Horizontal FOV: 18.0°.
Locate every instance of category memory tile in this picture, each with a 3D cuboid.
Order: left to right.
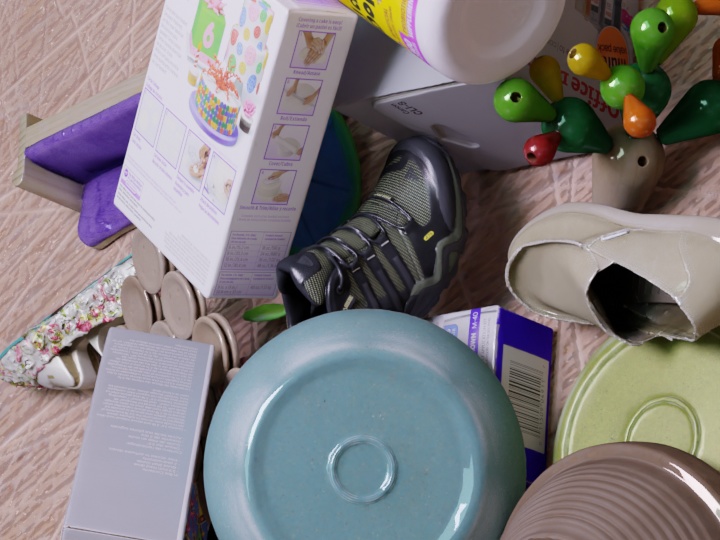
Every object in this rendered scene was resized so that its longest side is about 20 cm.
[{"bbox_3d":[-0.121,0.075,1.605,0.200,0.017,0.153,54,143,36],"label":"memory tile"}]

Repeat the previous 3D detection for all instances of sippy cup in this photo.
[{"bbox_3d":[-0.091,-0.061,1.629,0.130,0.140,0.178,-12,63,44],"label":"sippy cup"}]

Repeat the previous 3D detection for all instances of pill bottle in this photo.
[{"bbox_3d":[0.028,-0.197,1.382,0.200,0.104,0.104,40,102,44],"label":"pill bottle"}]

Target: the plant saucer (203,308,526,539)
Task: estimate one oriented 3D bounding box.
[{"bbox_3d":[0.002,0.122,1.389,0.200,0.036,0.200,0,85,2],"label":"plant saucer"}]

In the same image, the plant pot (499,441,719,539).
[{"bbox_3d":[0.137,0.200,1.304,0.201,0.093,0.201,-2,87,43],"label":"plant pot"}]

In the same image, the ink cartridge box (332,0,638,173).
[{"bbox_3d":[0.087,-0.183,1.498,0.144,0.145,0.200,-7,70,42],"label":"ink cartridge box"}]

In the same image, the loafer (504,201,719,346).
[{"bbox_3d":[0.153,0.005,1.375,0.200,0.076,0.068,-4,35,52],"label":"loafer"}]

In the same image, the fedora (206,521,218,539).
[{"bbox_3d":[-0.049,0.215,1.467,0.200,0.092,0.201,8,103,38],"label":"fedora"}]

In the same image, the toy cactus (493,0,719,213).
[{"bbox_3d":[0.177,-0.089,1.391,0.102,0.200,0.165,57,154,35],"label":"toy cactus"}]

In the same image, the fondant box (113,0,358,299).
[{"bbox_3d":[-0.084,-0.101,1.469,0.144,0.058,0.200,42,124,47],"label":"fondant box"}]

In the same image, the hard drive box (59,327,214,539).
[{"bbox_3d":[-0.153,0.162,1.502,0.200,0.077,0.156,-84,5,-52],"label":"hard drive box"}]

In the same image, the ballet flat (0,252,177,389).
[{"bbox_3d":[-0.207,0.052,1.745,0.200,0.076,0.064,-36,67,33],"label":"ballet flat"}]

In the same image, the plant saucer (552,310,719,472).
[{"bbox_3d":[0.188,0.106,1.368,0.200,0.031,0.200,-18,63,39],"label":"plant saucer"}]

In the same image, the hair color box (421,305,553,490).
[{"bbox_3d":[0.029,0.094,1.503,0.200,0.065,0.110,-12,66,42],"label":"hair color box"}]

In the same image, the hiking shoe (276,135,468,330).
[{"bbox_3d":[0.000,0.000,1.453,0.076,0.101,0.200,11,78,45],"label":"hiking shoe"}]

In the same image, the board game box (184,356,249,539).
[{"bbox_3d":[-0.105,0.171,1.633,0.103,0.019,0.200,-27,56,33],"label":"board game box"}]

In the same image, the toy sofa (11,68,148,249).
[{"bbox_3d":[-0.175,-0.096,1.762,0.200,0.083,0.098,-20,59,37],"label":"toy sofa"}]
